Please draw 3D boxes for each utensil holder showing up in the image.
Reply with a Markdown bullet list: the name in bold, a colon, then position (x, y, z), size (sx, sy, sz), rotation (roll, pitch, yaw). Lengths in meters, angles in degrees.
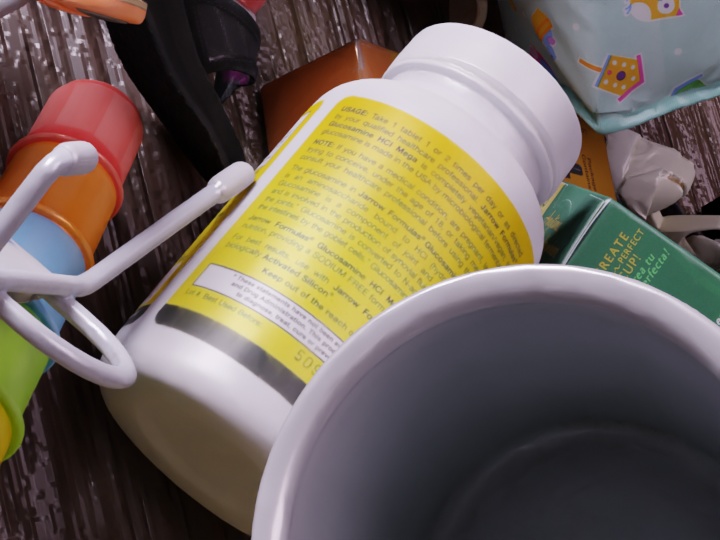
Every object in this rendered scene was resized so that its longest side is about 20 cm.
- **utensil holder**: position (0.072, 0.105, 0.616), size (0.200, 0.170, 0.170), rotation (46, 33, -69)

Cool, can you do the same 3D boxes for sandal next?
- **sandal**: position (-0.068, -0.102, 0.697), size (0.075, 0.048, 0.201), rotation (48, -15, 33)

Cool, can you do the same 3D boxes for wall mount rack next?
- **wall mount rack**: position (-0.125, -0.049, 0.616), size (0.200, 0.075, 0.174), rotation (40, 7, 10)

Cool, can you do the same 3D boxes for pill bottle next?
- **pill bottle**: position (0.000, 0.000, 0.709), size (0.112, 0.112, 0.200), rotation (49, 63, -22)

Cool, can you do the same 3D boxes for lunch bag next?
- **lunch bag**: position (0.121, -0.186, 0.931), size (0.200, 0.122, 0.171), rotation (-118, -167, -62)

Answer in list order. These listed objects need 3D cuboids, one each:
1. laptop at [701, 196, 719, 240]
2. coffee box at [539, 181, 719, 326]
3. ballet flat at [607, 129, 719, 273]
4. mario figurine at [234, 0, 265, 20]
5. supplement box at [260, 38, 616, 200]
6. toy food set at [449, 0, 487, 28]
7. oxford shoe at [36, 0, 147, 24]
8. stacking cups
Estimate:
- **laptop**: position (0.284, 0.028, 1.095), size (0.200, 0.103, 0.178), rotation (-6, 78, -52)
- **coffee box**: position (0.165, 0.033, 0.814), size (0.200, 0.044, 0.123), rotation (34, 4, -9)
- **ballet flat**: position (0.167, -0.027, 1.011), size (0.200, 0.073, 0.073), rotation (52, 40, -19)
- **mario figurine**: position (-0.030, -0.143, 0.752), size (0.106, 0.199, 0.124), rotation (-114, -157, -81)
- **supplement box**: position (0.045, -0.052, 0.878), size (0.200, 0.069, 0.067), rotation (10, 65, -46)
- **toy food set**: position (-0.007, -0.216, 0.915), size (0.200, 0.060, 0.144), rotation (42, 33, -31)
- **oxford shoe**: position (-0.147, -0.151, 0.610), size (0.200, 0.073, 0.071), rotation (33, 6, 6)
- **stacking cups**: position (-0.129, 0.008, 0.653), size (0.061, 0.060, 0.200), rotation (46, 37, -25)
